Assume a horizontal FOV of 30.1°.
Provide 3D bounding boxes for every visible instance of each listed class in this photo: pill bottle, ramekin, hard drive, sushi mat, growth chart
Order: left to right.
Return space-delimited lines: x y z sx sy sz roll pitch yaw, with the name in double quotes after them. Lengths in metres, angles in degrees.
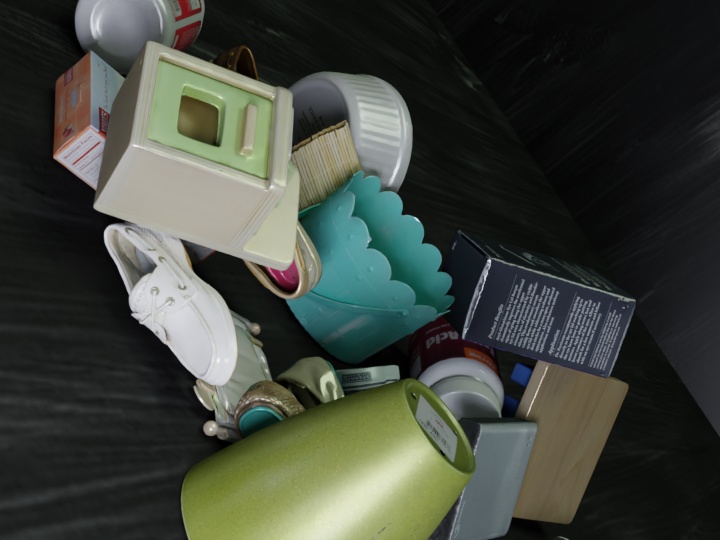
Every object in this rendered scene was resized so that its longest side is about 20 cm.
-0.247 -0.296 1.554 0.112 0.112 0.200 50 17 -7 "pill bottle"
-0.123 0.096 1.277 0.145 0.018 0.201 36 25 -42 "growth chart"
-0.036 -0.093 1.613 0.012 0.095 0.200 55 -9 37 "sushi mat"
-0.038 -0.161 1.709 0.094 0.202 0.203 12 42 -45 "ramekin"
0.117 0.135 1.650 0.114 0.114 0.200 46 18 -21 "pill bottle"
0.137 0.234 1.500 0.033 0.140 0.200 17 2 26 "hard drive"

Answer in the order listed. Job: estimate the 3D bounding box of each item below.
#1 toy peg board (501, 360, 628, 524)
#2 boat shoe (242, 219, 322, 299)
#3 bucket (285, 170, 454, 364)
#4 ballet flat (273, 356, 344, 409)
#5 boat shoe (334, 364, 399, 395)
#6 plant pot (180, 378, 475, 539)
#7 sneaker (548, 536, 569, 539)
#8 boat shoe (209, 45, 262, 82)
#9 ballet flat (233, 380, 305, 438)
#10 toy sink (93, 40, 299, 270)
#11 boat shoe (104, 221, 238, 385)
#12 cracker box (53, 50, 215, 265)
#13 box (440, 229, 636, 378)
0.218 0.204 1.699 0.098 0.201 0.199 25 5 42 "toy peg board"
-0.107 -0.058 1.339 0.200 0.074 0.069 54 15 -7 "boat shoe"
0.000 0.000 1.568 0.207 0.135 0.207 46 20 -22 "bucket"
-0.026 0.176 1.317 0.200 0.069 0.069 58 18 22 "ballet flat"
0.006 0.150 1.439 0.200 0.070 0.091 25 60 -82 "boat shoe"
-0.010 0.183 1.095 0.187 0.200 0.187 46 19 -21 "plant pot"
0.212 0.347 1.558 0.099 0.071 0.200 54 21 -14 "sneaker"
-0.152 -0.219 1.719 0.072 0.067 0.201 36 24 -43 "boat shoe"
-0.041 0.174 1.229 0.200 0.070 0.065 55 18 -23 "ballet flat"
-0.128 -0.105 1.236 0.199 0.112 0.131 19 50 -21 "toy sink"
-0.176 0.028 1.196 0.069 0.071 0.200 5 35 -42 "boat shoe"
-0.220 -0.112 1.359 0.200 0.058 0.134 41 24 -36 "cracker box"
0.206 0.039 1.620 0.199 0.105 0.148 15 11 -14 "box"
